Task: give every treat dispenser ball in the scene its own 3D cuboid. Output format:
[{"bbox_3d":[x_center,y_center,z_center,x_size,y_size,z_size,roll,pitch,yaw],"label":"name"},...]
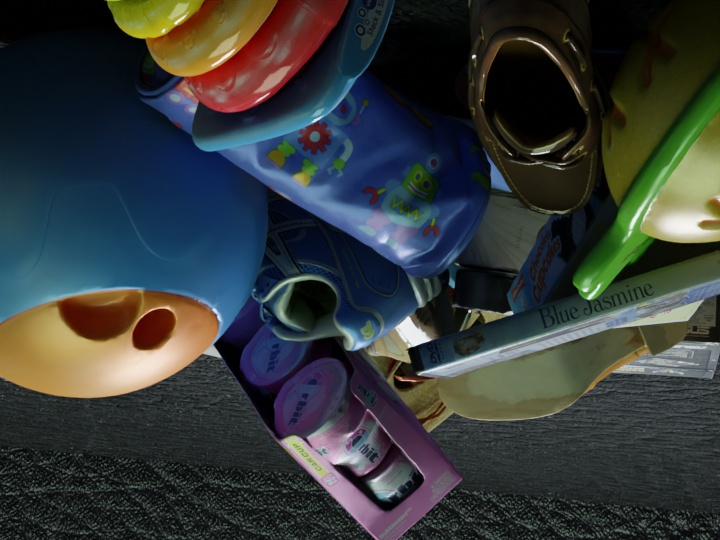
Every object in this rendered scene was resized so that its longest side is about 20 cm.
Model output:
[{"bbox_3d":[-0.150,-0.031,0.977,0.199,0.203,0.201,5,167,1],"label":"treat dispenser ball"}]

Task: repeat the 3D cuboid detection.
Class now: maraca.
[{"bbox_3d":[0.164,-0.062,0.849,0.137,0.107,0.201,-30,158,-45],"label":"maraca"}]

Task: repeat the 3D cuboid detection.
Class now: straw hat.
[{"bbox_3d":[0.042,0.043,1.354,0.085,0.201,0.201,44,-179,21],"label":"straw hat"}]

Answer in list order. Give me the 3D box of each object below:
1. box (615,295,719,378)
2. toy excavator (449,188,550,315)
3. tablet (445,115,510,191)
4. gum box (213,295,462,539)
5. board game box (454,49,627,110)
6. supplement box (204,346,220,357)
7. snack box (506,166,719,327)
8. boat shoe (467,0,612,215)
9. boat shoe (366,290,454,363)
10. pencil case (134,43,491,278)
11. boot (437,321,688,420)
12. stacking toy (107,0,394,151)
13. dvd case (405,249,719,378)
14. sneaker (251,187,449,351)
[{"bbox_3d":[0.212,0.052,1.547,0.198,0.049,0.158,3,168,10],"label":"box"},{"bbox_3d":[0.129,-0.018,1.224,0.193,0.101,0.200,8,-179,-16],"label":"toy excavator"},{"bbox_3d":[0.042,-0.073,1.049,0.199,0.014,0.130,14,172,37],"label":"tablet"},{"bbox_3d":[-0.025,0.074,1.104,0.114,0.066,0.200,47,-179,-34],"label":"gum box"},{"bbox_3d":[0.151,-0.080,1.014,0.198,0.039,0.158,3,167,10],"label":"board game box"},{"bbox_3d":[-0.095,-0.005,1.231,0.199,0.074,0.126,14,139,-14],"label":"supplement box"},{"bbox_3d":[0.168,-0.028,1.019,0.115,0.037,0.200,-5,150,-18],"label":"snack box"},{"bbox_3d":[0.083,-0.081,0.864,0.071,0.068,0.200,1,149,12],"label":"boat shoe"},{"bbox_3d":[0.000,0.000,1.130,0.076,0.072,0.201,-9,139,16],"label":"boat shoe"},{"bbox_3d":[-0.019,-0.077,0.917,0.199,0.087,0.078,33,-165,-26],"label":"pencil case"},{"bbox_3d":[0.157,0.053,1.366,0.200,0.071,0.144,-18,-172,7],"label":"boot"},{"bbox_3d":[-0.088,-0.146,0.740,0.199,0.117,0.109,31,154,-33],"label":"stacking toy"},{"bbox_3d":[0.130,0.023,0.984,0.199,0.018,0.143,-18,173,7],"label":"dvd case"},{"bbox_3d":[-0.044,-0.008,1.043,0.199,0.077,0.076,14,139,44],"label":"sneaker"}]
